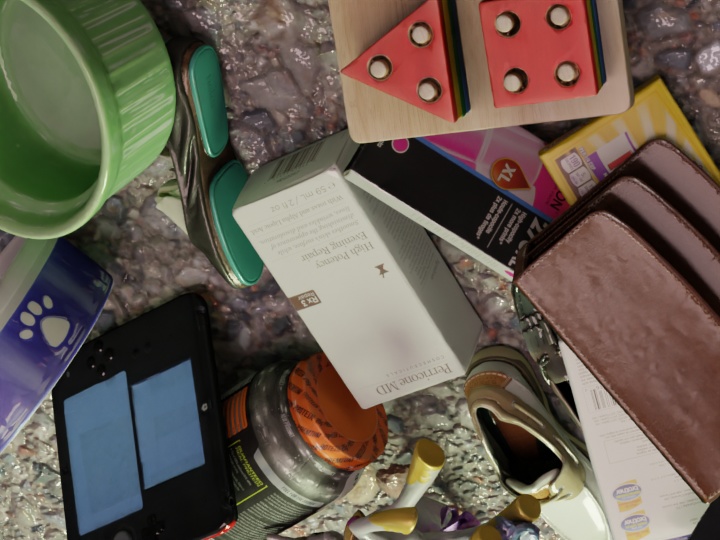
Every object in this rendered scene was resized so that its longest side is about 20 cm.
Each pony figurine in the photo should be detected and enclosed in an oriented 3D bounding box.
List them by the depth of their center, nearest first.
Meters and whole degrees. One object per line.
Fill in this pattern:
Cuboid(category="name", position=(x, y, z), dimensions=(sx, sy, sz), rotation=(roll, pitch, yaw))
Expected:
Cuboid(category="pony figurine", position=(0.047, 0.222, 1.446), dimensions=(0.192, 0.167, 0.200), rotation=(29, 139, -25))

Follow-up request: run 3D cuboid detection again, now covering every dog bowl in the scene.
Cuboid(category="dog bowl", position=(-0.282, 0.062, 1.442), dimensions=(0.079, 0.201, 0.200), rotation=(36, 126, -13))

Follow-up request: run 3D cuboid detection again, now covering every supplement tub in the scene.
Cuboid(category="supplement tub", position=(-0.080, 0.152, 1.492), dimensions=(0.200, 0.123, 0.123), rotation=(-33, 110, 33))

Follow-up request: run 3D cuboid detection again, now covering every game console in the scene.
Cuboid(category="game console", position=(-0.178, 0.137, 1.481), dimensions=(0.176, 0.201, 0.031), rotation=(-28, 152, 36))

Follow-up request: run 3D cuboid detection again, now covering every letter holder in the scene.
Cuboid(category="letter holder", position=(0.221, 0.027, 1.243), dimensions=(0.142, 0.101, 0.200), rotation=(-40, 94, 13))

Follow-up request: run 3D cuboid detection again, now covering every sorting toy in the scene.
Cuboid(category="sorting toy", position=(0.066, -0.188, 1.208), dimensions=(0.198, 0.070, 0.201), rotation=(-5, 103, 18))

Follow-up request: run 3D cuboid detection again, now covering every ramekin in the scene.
Cuboid(category="ramekin", position=(-0.229, -0.133, 1.327), dimensions=(0.199, 0.098, 0.201), rotation=(18, 124, 28))

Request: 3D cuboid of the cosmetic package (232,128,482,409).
Cuboid(category="cosmetic package", position=(0.000, 0.000, 1.396), dimensions=(0.101, 0.074, 0.200), rotation=(-21, 114, 29))

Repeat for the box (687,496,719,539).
Cuboid(category="box", position=(0.357, 0.192, 1.309), dimensions=(0.200, 0.104, 0.183), rotation=(33, 88, -29))

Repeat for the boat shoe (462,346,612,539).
Cuboid(category="boat shoe", position=(0.140, 0.157, 1.462), dimensions=(0.075, 0.069, 0.200), rotation=(-26, 113, 29))

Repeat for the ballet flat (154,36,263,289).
Cuboid(category="ballet flat", position=(-0.124, -0.081, 1.387), dimensions=(0.068, 0.068, 0.201), rotation=(1, 114, 28))

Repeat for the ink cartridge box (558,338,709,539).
Cuboid(category="ink cartridge box", position=(0.229, 0.126, 1.359), dimensions=(0.119, 0.042, 0.201), rotation=(-15, 97, 11))

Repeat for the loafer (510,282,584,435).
Cuboid(category="loafer", position=(0.175, 0.077, 1.401), dimensions=(0.072, 0.063, 0.200), rotation=(-21, 115, 28))

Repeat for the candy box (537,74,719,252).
Cuboid(category="candy box", position=(0.221, -0.027, 1.296), dimensions=(0.102, 0.026, 0.200), rotation=(-33, 97, 9))

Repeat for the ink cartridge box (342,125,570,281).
Cuboid(category="ink cartridge box", position=(0.095, -0.058, 1.318), dimensions=(0.199, 0.095, 0.037), rotation=(32, 170, -8))
